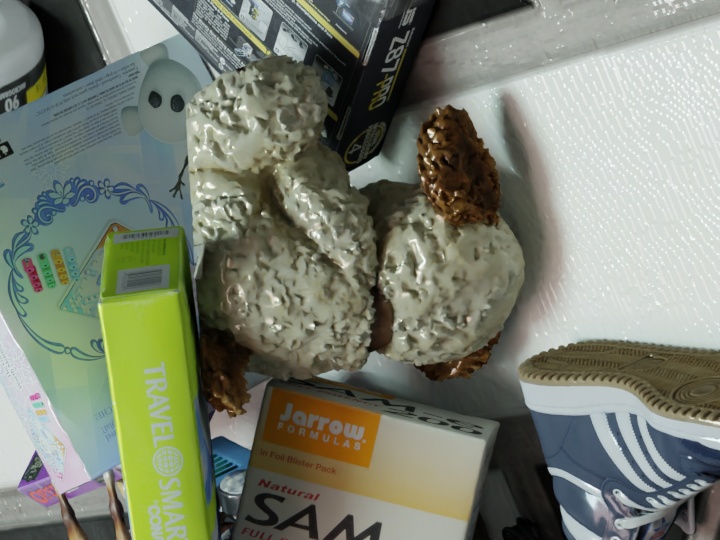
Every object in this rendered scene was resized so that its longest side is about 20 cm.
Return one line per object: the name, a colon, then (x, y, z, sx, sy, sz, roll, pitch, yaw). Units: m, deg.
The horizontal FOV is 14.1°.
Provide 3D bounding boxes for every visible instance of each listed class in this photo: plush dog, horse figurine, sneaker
plush dog: (0.000, 0.000, 1.513, 0.201, 0.171, 0.161, 89, 176, -50)
horse figurine: (-0.126, 0.171, 1.684, 0.200, 0.050, 0.133, 5, 113, 63)
sneaker: (0.159, 0.100, 1.452, 0.200, 0.070, 0.109, 9, 115, 57)

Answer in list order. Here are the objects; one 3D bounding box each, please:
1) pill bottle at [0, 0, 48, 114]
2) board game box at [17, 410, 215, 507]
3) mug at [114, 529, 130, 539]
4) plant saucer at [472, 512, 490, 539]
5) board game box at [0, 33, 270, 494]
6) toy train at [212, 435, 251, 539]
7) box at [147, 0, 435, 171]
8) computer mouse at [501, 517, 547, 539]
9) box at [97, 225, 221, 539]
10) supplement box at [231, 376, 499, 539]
pill bottle: (-0.247, -0.063, 1.819, 0.114, 0.114, 0.201, 30, 135, 37)
board game box: (-0.133, 0.073, 1.770, 0.032, 0.121, 0.200, 30, 152, -22)
mug: (-0.154, 0.267, 1.854, 0.133, 0.199, 0.179, -5, 109, 52)
plant saucer: (0.014, 0.155, 1.710, 0.200, 0.034, 0.201, 30, 134, 37)
board game box: (-0.132, -0.008, 1.635, 0.043, 0.199, 0.200, -29, 89, 53)
toy train: (-0.069, 0.201, 1.749, 0.114, 0.086, 0.201, 25, 132, 51)
box: (-0.050, -0.169, 1.554, 0.200, 0.049, 0.162, 46, 145, 21)
computer mouse: (0.116, 0.240, 1.634, 0.109, 0.044, 0.201, 28, 128, 32)
box: (-0.102, 0.090, 1.518, 0.122, 0.047, 0.201, -100, 4, -73)
supplement box: (-0.009, 0.166, 1.572, 0.125, 0.074, 0.201, 13, 97, 6)
